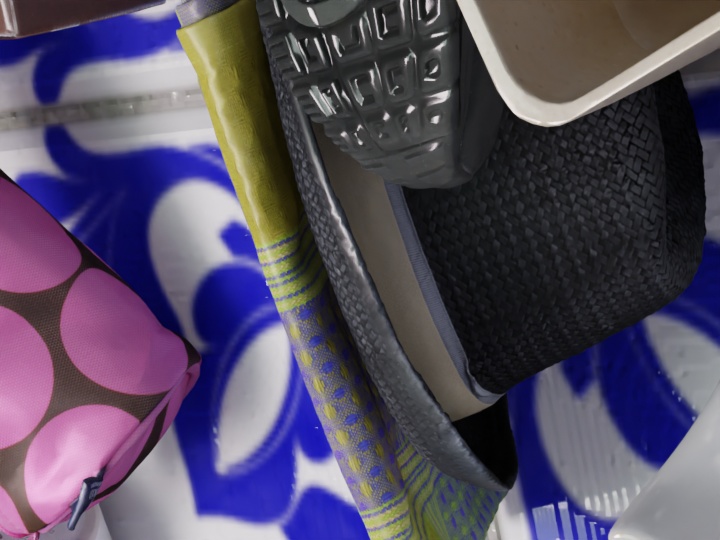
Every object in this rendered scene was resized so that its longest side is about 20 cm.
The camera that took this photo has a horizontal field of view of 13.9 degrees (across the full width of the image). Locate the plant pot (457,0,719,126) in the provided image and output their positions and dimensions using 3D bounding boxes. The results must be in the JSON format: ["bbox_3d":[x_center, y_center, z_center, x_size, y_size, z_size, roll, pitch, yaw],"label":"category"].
[{"bbox_3d":[0.112,-0.169,0.627,0.200,0.177,0.200,-30,82,36],"label":"plant pot"}]

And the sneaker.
[{"bbox_3d":[0.023,-0.120,0.713,0.076,0.091,0.200,0,93,51],"label":"sneaker"}]

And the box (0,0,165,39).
[{"bbox_3d":[-0.133,-0.179,0.978,0.100,0.075,0.200,4,105,46],"label":"box"}]

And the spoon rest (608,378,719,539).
[{"bbox_3d":[0.129,-0.005,0.767,0.099,0.061,0.200,30,121,4],"label":"spoon rest"}]

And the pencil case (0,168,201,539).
[{"bbox_3d":[-0.151,0.002,0.990,0.200,0.091,0.094,44,99,-1],"label":"pencil case"}]

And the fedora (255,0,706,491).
[{"bbox_3d":[0.040,-0.044,0.808,0.092,0.201,0.201,-17,91,12],"label":"fedora"}]

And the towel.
[{"bbox_3d":[0.000,0.000,0.844,0.023,0.144,0.200,-18,99,12],"label":"towel"}]

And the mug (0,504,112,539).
[{"bbox_3d":[-0.177,0.128,1.060,0.153,0.186,0.149,-59,34,30],"label":"mug"}]
